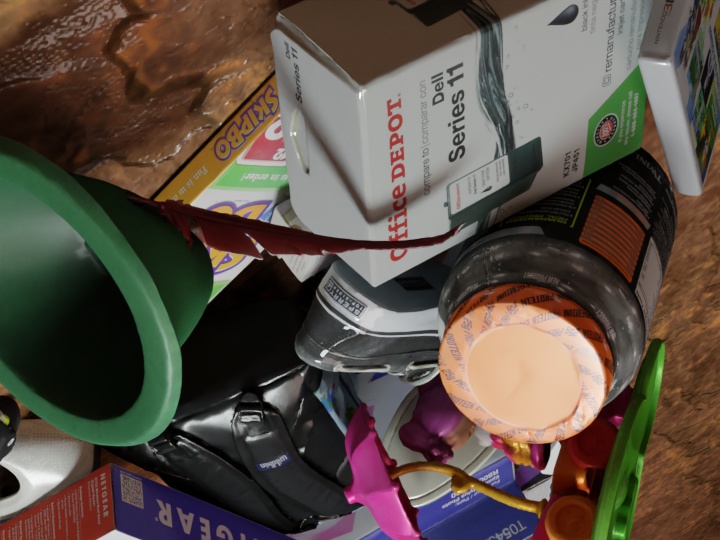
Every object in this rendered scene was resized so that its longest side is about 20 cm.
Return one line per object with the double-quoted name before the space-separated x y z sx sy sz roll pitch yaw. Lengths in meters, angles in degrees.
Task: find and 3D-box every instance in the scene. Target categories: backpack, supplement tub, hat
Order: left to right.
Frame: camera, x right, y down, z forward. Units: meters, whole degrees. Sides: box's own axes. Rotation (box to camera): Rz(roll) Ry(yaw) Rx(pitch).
"hat" -0.100 -0.019 0.731 0.176 0.200 0.166 -42 -179 -42
"backpack" -0.064 0.109 0.978 0.163 0.154 0.200 -24 128 14
"supplement tub" 0.119 0.006 0.852 0.123 0.122 0.200 -55 -178 37

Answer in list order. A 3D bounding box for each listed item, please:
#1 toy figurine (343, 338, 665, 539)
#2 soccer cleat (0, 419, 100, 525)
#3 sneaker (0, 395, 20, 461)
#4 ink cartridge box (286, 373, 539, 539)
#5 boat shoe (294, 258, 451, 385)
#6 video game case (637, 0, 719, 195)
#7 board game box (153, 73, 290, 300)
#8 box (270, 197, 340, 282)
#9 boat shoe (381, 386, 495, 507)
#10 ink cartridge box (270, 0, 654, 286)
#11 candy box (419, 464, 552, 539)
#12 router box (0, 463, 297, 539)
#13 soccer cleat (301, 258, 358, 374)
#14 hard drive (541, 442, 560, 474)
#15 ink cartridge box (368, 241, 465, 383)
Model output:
"toy figurine" 0.083 0.114 0.898 0.150 0.184 0.200 76 31 -54
"soccer cleat" -0.238 0.156 0.965 0.086 0.070 0.200 11 139 -24
"sneaker" -0.239 0.081 0.823 0.083 0.072 0.200 -23 161 -38
"ink cartridge box" 0.010 0.157 1.087 0.196 0.200 0.043 -28 154 -13
"boat shoe" 0.031 0.039 0.898 0.068 0.074 0.199 -57 155 18
"video game case" 0.209 -0.163 0.842 0.200 0.022 0.183 46 60 -65
"board game box" -0.074 -0.043 0.840 0.200 0.030 0.095 -41 154 19
"box" 0.032 -0.061 0.877 0.200 0.039 0.041 -32 166 -25
"boat shoe" 0.082 0.090 1.000 0.200 0.073 0.062 -54 162 -17
"ink cartridge box" 0.060 -0.101 0.778 0.200 0.083 0.147 -28 139 -21
"candy box" 0.031 0.158 1.151 0.200 0.168 0.072 -28 154 -12
"router box" -0.162 0.217 0.965 0.179 0.049 0.200 -30 141 23
"soccer cleat" 0.000 0.000 0.972 0.073 0.068 0.200 -47 158 -19
"hard drive" 0.154 0.033 1.056 0.025 0.200 0.132 6 143 -10
"ink cartridge box" 0.085 0.006 1.028 0.200 0.039 0.099 -60 162 23
